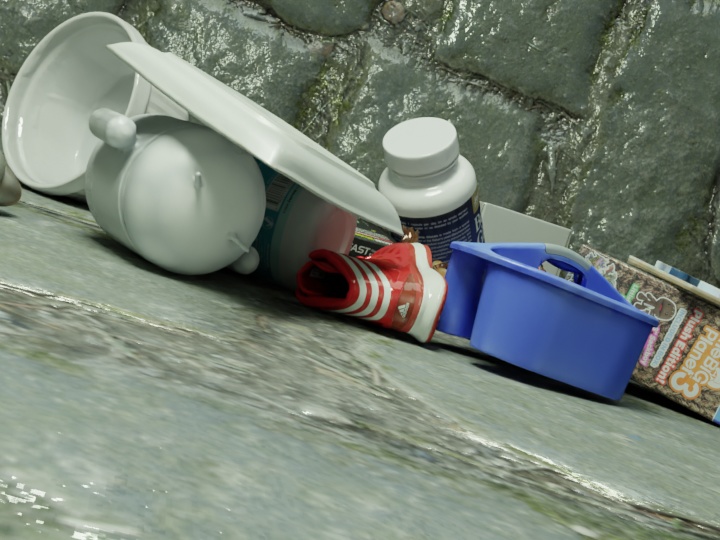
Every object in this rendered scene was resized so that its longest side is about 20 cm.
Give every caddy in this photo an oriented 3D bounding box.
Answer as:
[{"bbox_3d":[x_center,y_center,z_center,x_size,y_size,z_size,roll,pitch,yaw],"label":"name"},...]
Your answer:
[{"bbox_3d":[0.158,0.031,0.935,0.199,0.105,0.141,20,1,-29],"label":"caddy"}]

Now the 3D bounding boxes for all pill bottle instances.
[{"bbox_3d":[-0.110,-0.058,1.007,0.199,0.111,0.111,20,4,21],"label":"pill bottle"},{"bbox_3d":[0.081,-0.066,1.245,0.110,0.201,0.111,-8,38,6],"label":"pill bottle"}]

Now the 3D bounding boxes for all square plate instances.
[{"bbox_3d":[-0.073,-0.106,0.858,0.198,0.029,0.200,36,7,31],"label":"square plate"}]

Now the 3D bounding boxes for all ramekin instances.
[{"bbox_3d":[-0.277,-0.164,1.184,0.200,0.201,0.105,20,-4,37],"label":"ramekin"}]

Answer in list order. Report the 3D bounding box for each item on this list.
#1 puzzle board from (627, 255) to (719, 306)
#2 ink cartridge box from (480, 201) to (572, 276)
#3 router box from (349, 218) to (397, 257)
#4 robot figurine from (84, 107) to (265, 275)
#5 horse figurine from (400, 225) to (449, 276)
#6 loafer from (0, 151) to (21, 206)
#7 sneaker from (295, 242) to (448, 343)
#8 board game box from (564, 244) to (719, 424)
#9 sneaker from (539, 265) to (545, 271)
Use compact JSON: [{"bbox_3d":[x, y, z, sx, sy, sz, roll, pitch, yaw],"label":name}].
[{"bbox_3d":[0.377,0.037,1.088,0.199,0.017,0.151,23,6,-12],"label":"puzzle board"},{"bbox_3d":[0.193,-0.022,1.638,0.146,0.147,0.200,16,4,-15],"label":"ink cartridge box"},{"bbox_3d":[-0.067,-0.048,1.202,0.199,0.062,0.150,15,19,-36],"label":"router box"},{"bbox_3d":[-0.146,-0.061,0.868,0.170,0.113,0.200,44,-11,-30],"label":"robot figurine"},{"bbox_3d":[0.107,0.027,1.141,0.199,0.050,0.132,29,30,18],"label":"horse figurine"},{"bbox_3d":[-0.357,-0.098,0.872,0.199,0.072,0.063,25,-11,16],"label":"loafer"},{"bbox_3d":[0.000,0.000,0.960,0.115,0.079,0.200,18,2,-13],"label":"sneaker"},{"bbox_3d":[0.301,0.063,1.101,0.199,0.097,0.159,27,7,19],"label":"board game box"},{"bbox_3d":[0.174,0.035,1.393,0.200,0.078,0.076,-11,66,-56],"label":"sneaker"}]
